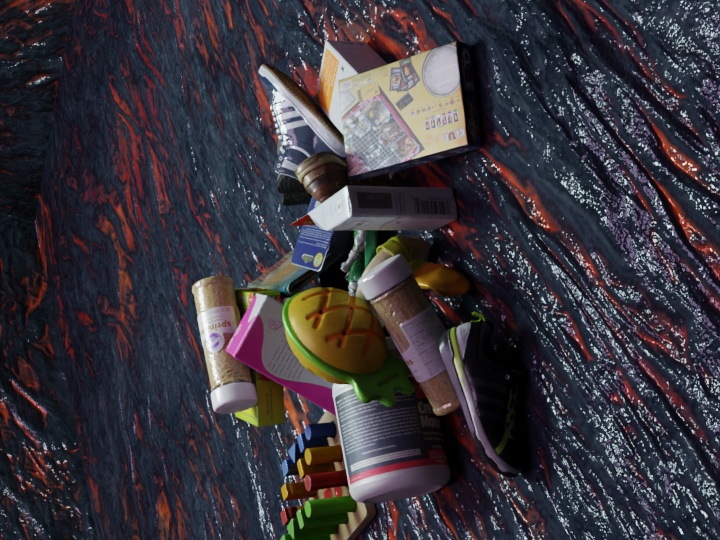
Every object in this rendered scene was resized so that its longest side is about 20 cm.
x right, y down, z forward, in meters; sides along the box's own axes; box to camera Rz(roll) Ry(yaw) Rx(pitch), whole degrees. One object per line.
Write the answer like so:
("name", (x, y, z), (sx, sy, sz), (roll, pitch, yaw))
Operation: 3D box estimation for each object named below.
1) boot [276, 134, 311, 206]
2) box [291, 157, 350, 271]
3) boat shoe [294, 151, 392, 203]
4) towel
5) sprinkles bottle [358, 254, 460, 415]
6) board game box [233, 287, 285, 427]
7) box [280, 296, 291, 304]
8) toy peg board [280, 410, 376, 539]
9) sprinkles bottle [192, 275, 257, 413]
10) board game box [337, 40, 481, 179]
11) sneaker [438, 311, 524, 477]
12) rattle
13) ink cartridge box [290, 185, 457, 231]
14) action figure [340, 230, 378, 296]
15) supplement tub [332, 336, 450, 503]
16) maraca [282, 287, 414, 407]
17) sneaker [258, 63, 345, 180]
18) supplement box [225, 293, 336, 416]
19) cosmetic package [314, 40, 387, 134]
("boot", (-0.113, -0.191, 1.981), (0.200, 0.069, 0.133), (130, 133, -74))
("box", (-0.043, -0.096, 1.855), (0.121, 0.032, 0.202), (15, 85, 63))
("boat shoe", (-0.015, -0.112, 1.698), (0.072, 0.199, 0.068), (-35, 70, 25))
("towel", (-0.098, -0.009, 1.940), (0.022, 0.146, 0.199), (56, 160, -15))
("sprinkles bottle", (0.074, 0.081, 1.540), (0.201, 0.068, 0.068), (59, 153, -3))
("board game box", (-0.159, 0.131, 1.876), (0.101, 0.047, 0.203), (6, 98, 64))
("box", (-0.095, 0.092, 1.939), (0.199, 0.126, 0.111), (-1, 91, 64))
("toy peg board", (-0.076, 0.344, 1.956), (0.201, 0.097, 0.201), (-58, 42, 49))
("sprinkles bottle", (-0.206, 0.112, 1.839), (0.068, 0.067, 0.202), (-47, 51, 56))
("board game box", (0.062, -0.206, 1.597), (0.198, 0.034, 0.137), (-11, 81, 38))
("sneaker", (0.163, 0.149, 1.463), (0.202, 0.082, 0.072), (67, -166, 0))
("rattle", (0.060, 0.064, 1.650), (0.142, 0.130, 0.202), (29, 108, 14))
("ink cartridge box", (0.015, -0.067, 1.653), (0.200, 0.161, 0.058), (-34, 61, 60))
("action figure", (0.000, 0.000, 1.790), (0.118, 0.054, 0.203), (52, -135, -79))
("supplement tub", (0.038, 0.204, 1.652), (0.140, 0.139, 0.202), (140, 124, -59))
("maraca", (-0.016, 0.098, 1.566), (0.200, 0.137, 0.108), (42, 129, 16))
("sneaker", (-0.110, -0.215, 1.845), (0.200, 0.070, 0.109), (47, 108, 18))
("supplement box", (-0.084, 0.126, 1.774), (0.102, 0.199, 0.103), (-60, 14, -6))
("cosmetic package", (0.006, -0.249, 1.764), (0.200, 0.070, 0.102), (52, 137, 50))
